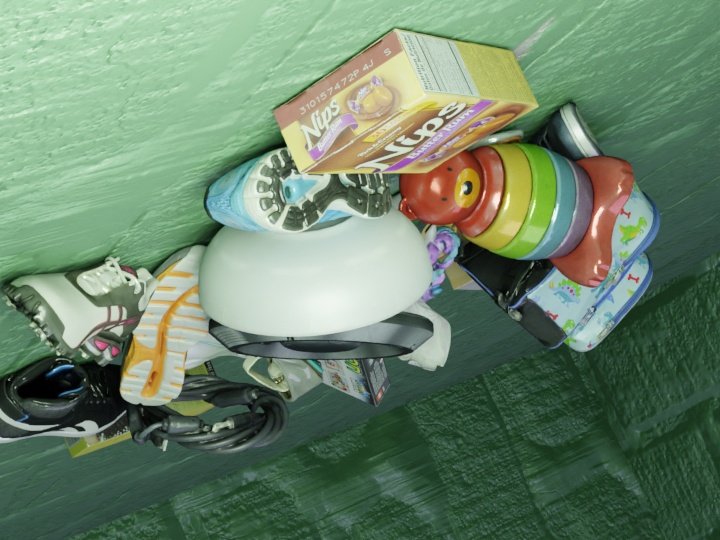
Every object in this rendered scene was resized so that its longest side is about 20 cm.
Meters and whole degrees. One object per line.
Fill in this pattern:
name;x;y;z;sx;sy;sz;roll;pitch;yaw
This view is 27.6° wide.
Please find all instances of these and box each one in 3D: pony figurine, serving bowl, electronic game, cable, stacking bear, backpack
pony figurine;0.025;0.031;1.647;0.200;0.166;0.193;-40;-166;45
serving bowl;-0.041;-0.018;1.222;0.199;0.066;0.200;-5;-155;2
electronic game;-0.035;0.052;1.294;0.199;0.042;0.200;0;171;0
cable;-0.157;0.132;1.481;0.162;0.051;0.200;-1;-168;-11
stacking bear;0.127;-0.066;1.331;0.199;0.122;0.114;11;-172;-28
backpack;0.233;-0.025;1.620;0.200;0.147;0.183;-49;-153;4

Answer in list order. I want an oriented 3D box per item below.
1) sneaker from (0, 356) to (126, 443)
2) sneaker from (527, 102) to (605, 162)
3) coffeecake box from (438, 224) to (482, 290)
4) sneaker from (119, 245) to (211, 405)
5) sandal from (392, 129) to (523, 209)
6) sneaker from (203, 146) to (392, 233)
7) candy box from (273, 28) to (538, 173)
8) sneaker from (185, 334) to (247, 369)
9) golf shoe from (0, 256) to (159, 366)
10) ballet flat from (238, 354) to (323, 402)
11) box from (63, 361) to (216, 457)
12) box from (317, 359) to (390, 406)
sneaker;-0.289;0.126;1.510;0.199;0.073;0.112;-12;165;-46
sneaker;0.171;-0.096;1.472;0.146;0.077;0.202;-28;171;3
coffeecake box;0.194;-0.039;1.824;0.153;0.073;0.200;-28;169;17
sneaker;-0.180;0.039;1.355;0.078;0.078;0.200;13;134;-22
sandal;0.095;-0.074;1.451;0.079;0.059;0.206;-16;166;-44
sneaker;-0.048;-0.072;1.152;0.090;0.079;0.200;-5;-176;35
candy box;0.038;-0.120;1.095;0.116;0.057;0.200;-30;168;28
sneaker;-0.125;0.056;1.563;0.200;0.071;0.080;-14;163;-44
golf shoe;-0.225;0.020;1.188;0.088;0.077;0.200;-45;172;1
ballet flat;-0.101;0.074;1.497;0.064;0.067;0.200;-38;138;-3
box;-0.259;0.154;1.728;0.199;0.076;0.050;-18;168;-41
box;-0.034;0.068;1.550;0.035;0.110;0.200;-58;158;-23
